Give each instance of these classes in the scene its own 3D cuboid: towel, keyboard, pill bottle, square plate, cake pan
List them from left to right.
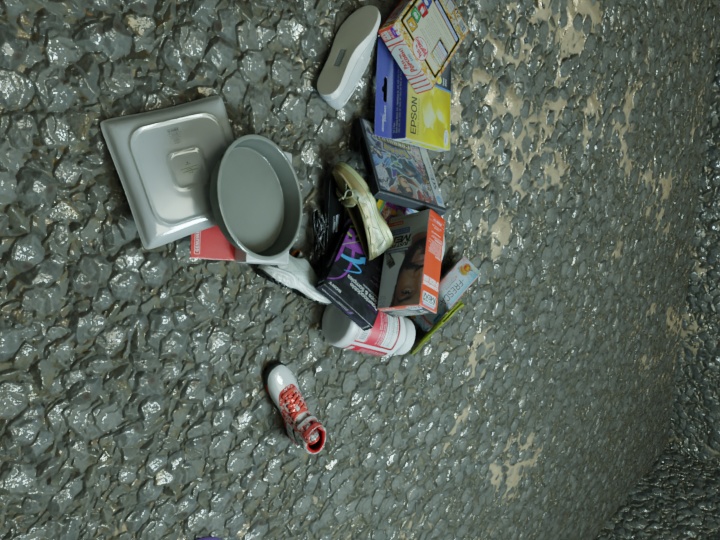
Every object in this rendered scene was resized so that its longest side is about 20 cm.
[{"bbox_3d":[-0.275,-0.159,0.913,0.198,0.028,0.201,-23,103,-30],"label":"square plate"},{"bbox_3d":[-0.170,-0.117,0.948,0.199,0.036,0.204,12,76,-56],"label":"cake pan"},{"bbox_3d":[-0.070,-0.096,1.179,0.104,0.039,0.204,-25,121,-62],"label":"keyboard"},{"bbox_3d":[0.023,0.124,1.262,0.198,0.112,0.114,19,91,-39],"label":"pill bottle"},{"bbox_3d":[0.182,0.142,1.401,0.086,0.018,0.201,-42,171,-33],"label":"towel"}]

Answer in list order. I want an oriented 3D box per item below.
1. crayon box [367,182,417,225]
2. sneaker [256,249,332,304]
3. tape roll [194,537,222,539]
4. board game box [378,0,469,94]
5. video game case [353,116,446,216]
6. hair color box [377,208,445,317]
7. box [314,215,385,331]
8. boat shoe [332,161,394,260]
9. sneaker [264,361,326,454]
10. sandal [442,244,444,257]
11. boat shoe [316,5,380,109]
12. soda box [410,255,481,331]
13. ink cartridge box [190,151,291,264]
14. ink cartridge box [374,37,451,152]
[{"bbox_3d":[0.085,-0.128,1.283,0.199,0.058,0.120,35,79,-43],"label":"crayon box"},{"bbox_3d":[-0.110,0.011,1.142,0.199,0.073,0.080,33,76,-44],"label":"sneaker"},{"bbox_3d":[-0.327,0.645,1.160,0.198,0.065,0.204,-16,114,-39],"label":"tape roll"},{"bbox_3d":[0.133,-0.485,1.174,0.152,0.046,0.201,49,58,-31],"label":"board game box"},{"bbox_3d":[0.083,-0.210,1.193,0.198,0.025,0.183,10,56,-41],"label":"video game case"},{"bbox_3d":[0.103,-0.013,1.177,0.064,0.110,0.204,26,63,-44],"label":"hair color box"},{"bbox_3d":[0.000,0.000,1.184,0.143,0.036,0.202,41,51,-24],"label":"box"},{"bbox_3d":[-0.005,-0.117,1.144,0.063,0.073,0.202,-37,115,-17],"label":"boat shoe"},{"bbox_3d":[-0.127,0.286,1.193,0.067,0.107,0.204,-31,123,-31],"label":"sneaker"},{"bbox_3d":[0.146,-0.020,1.360,0.049,0.082,0.206,1,104,-46],"label":"sandal"},{"bbox_3d":[-0.013,-0.399,1.099,0.203,0.071,0.068,-69,156,-9],"label":"boat shoe"},{"bbox_3d":[0.209,0.057,1.442,0.064,0.068,0.200,45,67,2],"label":"soda box"},{"bbox_3d":[-0.201,-0.115,1.000,0.174,0.044,0.204,3,88,-44],"label":"ink cartridge box"},{"bbox_3d":[0.115,-0.365,1.215,0.198,0.047,0.202,2,90,-45],"label":"ink cartridge box"}]
